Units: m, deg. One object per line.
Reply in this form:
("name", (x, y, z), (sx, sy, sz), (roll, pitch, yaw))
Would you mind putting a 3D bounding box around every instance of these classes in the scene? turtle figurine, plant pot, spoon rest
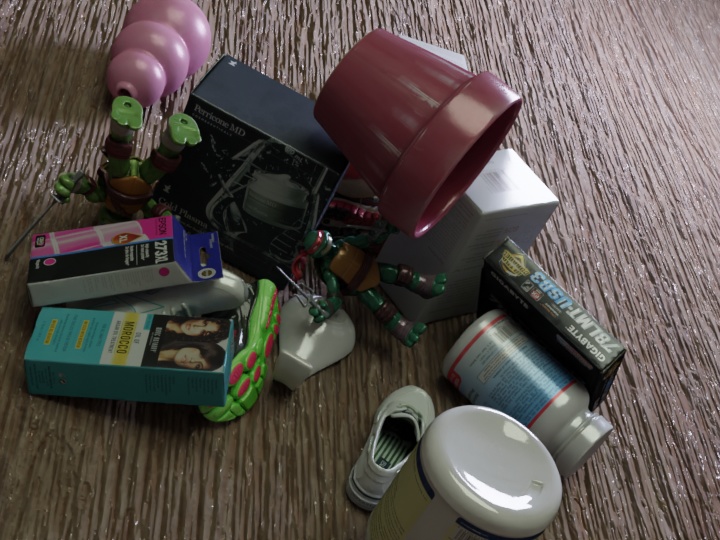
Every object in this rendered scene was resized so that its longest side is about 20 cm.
("turtle figurine", (-0.258, -0.079, 1.325), (0.144, 0.194, 0.200), (36, 39, 7))
("plant pot", (0.054, -0.167, 1.341), (0.179, 0.200, 0.200), (40, 37, 9))
("spoon rest", (-0.062, 0.084, 1.387), (0.099, 0.061, 0.200), (32, 23, 1))
("turtle figurine", (0.000, 0.000, 1.404), (0.199, 0.150, 0.101), (32, 4, -23))

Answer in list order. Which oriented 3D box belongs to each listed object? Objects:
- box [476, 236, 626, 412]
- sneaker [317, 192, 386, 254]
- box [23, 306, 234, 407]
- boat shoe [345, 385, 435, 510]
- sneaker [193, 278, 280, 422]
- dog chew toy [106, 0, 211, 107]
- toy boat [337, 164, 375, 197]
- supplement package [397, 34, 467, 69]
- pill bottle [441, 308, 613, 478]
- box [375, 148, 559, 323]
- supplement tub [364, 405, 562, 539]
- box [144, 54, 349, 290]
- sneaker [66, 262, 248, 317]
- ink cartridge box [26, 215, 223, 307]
("box", (0.230, 0.076, 1.476), (0.050, 0.199, 0.200), (-42, 71, -12))
("sneaker", (0.014, -0.075, 1.598), (0.199, 0.081, 0.075), (13, 37, -21))
("box", (-0.231, 0.087, 1.209), (0.198, 0.049, 0.083), (4, 39, -1))
("boat shoe", (0.048, 0.183, 1.321), (0.073, 0.067, 0.200), (29, 36, 0))
("sneaker", (-0.146, 0.090, 1.314), (0.083, 0.077, 0.201), (1, 38, 15))
("dog chew toy", (-0.282, -0.293, 1.631), (0.124, 0.125, 0.201), (26, 44, -5))
("toy boat", (-0.009, -0.179, 1.573), (0.199, 0.132, 0.130), (26, 30, 34))
("supplement package", (0.096, -0.245, 1.822), (0.119, 0.122, 0.201), (14, 38, -19))
("pill bottle", (0.200, 0.149, 1.430), (0.200, 0.109, 0.108), (44, 38, 19))
("box", (0.131, -0.043, 1.535), (0.152, 0.201, 0.107), (-10, 52, -42))
("supplement tub", (0.090, 0.245, 1.160), (0.144, 0.201, 0.145), (18, 37, -14))
("box", (-0.129, -0.118, 1.452), (0.199, 0.197, 0.124), (28, 36, -1))
("sneaker", (-0.219, 0.042, 1.284), (0.199, 0.071, 0.081), (-4, 54, 2))
("ink cartridge box", (-0.248, -0.014, 1.260), (0.199, 0.037, 0.095), (-7, 34, -7))
